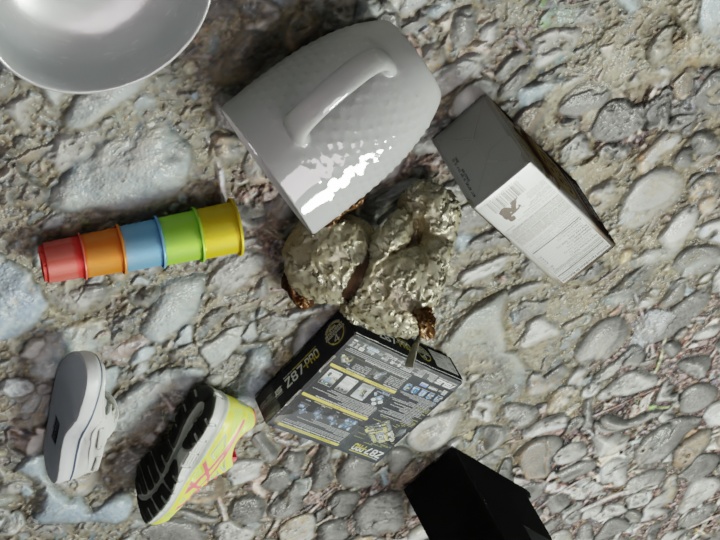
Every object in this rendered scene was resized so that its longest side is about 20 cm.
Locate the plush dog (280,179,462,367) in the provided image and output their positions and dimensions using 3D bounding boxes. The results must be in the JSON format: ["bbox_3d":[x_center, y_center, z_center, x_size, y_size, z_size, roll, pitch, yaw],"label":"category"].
[{"bbox_3d":[0.000,0.000,1.659,0.171,0.161,0.201,19,124,-9],"label":"plush dog"}]

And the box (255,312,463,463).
[{"bbox_3d":[0.001,0.140,1.858,0.199,0.049,0.161,25,116,-43],"label":"box"}]

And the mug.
[{"bbox_3d":[-0.019,-0.148,1.452,0.175,0.148,0.200,-37,175,-3],"label":"mug"}]

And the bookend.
[{"bbox_3d":[0.180,0.359,2.064,0.092,0.199,0.200,-42,138,14],"label":"bookend"}]

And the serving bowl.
[{"bbox_3d":[-0.226,-0.246,1.324,0.199,0.066,0.201,-15,137,-14],"label":"serving bowl"}]

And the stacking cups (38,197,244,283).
[{"bbox_3d":[-0.216,-0.023,1.562,0.198,0.061,0.061,-13,137,-17],"label":"stacking cups"}]

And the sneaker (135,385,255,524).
[{"bbox_3d":[-0.186,0.222,1.819,0.090,0.078,0.200,14,124,-40],"label":"sneaker"}]

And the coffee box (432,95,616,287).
[{"bbox_3d":[0.175,-0.081,1.675,0.080,0.113,0.200,-39,139,13],"label":"coffee box"}]

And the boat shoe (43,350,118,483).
[{"bbox_3d":[-0.294,0.153,1.703,0.065,0.074,0.201,-7,146,-29],"label":"boat shoe"}]
